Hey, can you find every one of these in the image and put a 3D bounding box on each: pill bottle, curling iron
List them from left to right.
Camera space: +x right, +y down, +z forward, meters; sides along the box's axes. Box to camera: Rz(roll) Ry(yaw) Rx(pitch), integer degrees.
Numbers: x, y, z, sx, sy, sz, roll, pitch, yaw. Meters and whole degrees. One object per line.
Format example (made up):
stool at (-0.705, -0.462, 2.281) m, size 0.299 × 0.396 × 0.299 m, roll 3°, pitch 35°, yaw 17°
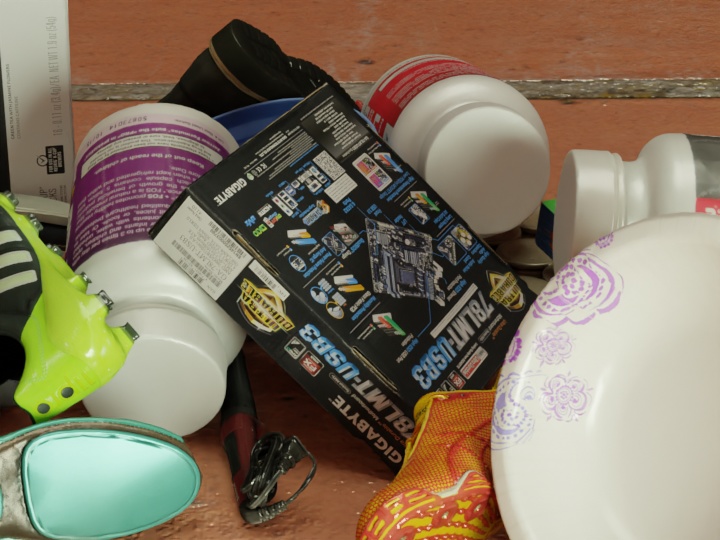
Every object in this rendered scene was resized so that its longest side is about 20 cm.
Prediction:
pill bottle at (-0.121, 0.001, 1.174) m, size 0.112 × 0.113 × 0.201 m, roll -1°, pitch 41°, yaw -3°
curling iron at (-0.059, 0.086, 1.113) m, size 0.050 × 0.026 × 0.200 m, roll -39°, pitch 21°, yaw 4°
pill bottle at (0.067, -0.084, 1.368) m, size 0.112 × 0.113 × 0.200 m, roll -3°, pitch 12°, yaw -8°
pill bottle at (0.218, -0.023, 1.165) m, size 0.199 × 0.111 × 0.111 m, roll 4°, pitch 22°, yaw -3°

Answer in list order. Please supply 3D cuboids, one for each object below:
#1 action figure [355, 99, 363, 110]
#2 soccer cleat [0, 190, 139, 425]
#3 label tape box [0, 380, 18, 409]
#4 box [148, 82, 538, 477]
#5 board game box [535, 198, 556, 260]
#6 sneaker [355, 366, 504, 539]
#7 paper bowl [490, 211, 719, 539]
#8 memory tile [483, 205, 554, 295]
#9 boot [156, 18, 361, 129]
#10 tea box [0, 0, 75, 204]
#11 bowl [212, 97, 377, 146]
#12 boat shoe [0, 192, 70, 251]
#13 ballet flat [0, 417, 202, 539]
action figure at (-0.088, -0.105, 1.556) m, size 0.199 × 0.052 × 0.065 m, roll -22°, pitch 35°, yaw -37°
soccer cleat at (-0.194, 0.015, 1.087) m, size 0.081 × 0.068 × 0.200 m, roll -40°, pitch 38°, yaw -8°
label tape box at (-0.274, 0.041, 1.165) m, size 0.144 × 0.064 × 0.200 m, roll 12°, pitch 12°, yaw 26°
box at (0.000, 0.000, 1.158) m, size 0.199 × 0.050 × 0.200 m, roll 45°, pitch 32°, yaw 0°
board game box at (0.219, 0.006, 1.262) m, size 0.135 × 0.035 × 0.200 m, roll -11°, pitch 34°, yaw -25°
sneaker at (0.043, 0.104, 1.006) m, size 0.077 × 0.073 × 0.200 m, roll 37°, pitch 25°, yaw 17°
paper bowl at (0.167, 0.079, 0.926) m, size 0.200 × 0.202 × 0.104 m, roll 21°, pitch 5°, yaw 40°
memory tile at (0.131, 0.001, 1.338) m, size 0.153 × 0.017 × 0.200 m, roll -15°, pitch 26°, yaw -31°
boot at (-0.083, -0.096, 1.486) m, size 0.200 × 0.138 × 0.078 m, roll 35°, pitch 25°, yaw -43°
tea box at (-0.302, -0.125, 1.399) m, size 0.196 × 0.201 × 0.134 m, roll -5°, pitch 23°, yaw -10°
bowl at (-0.076, -0.044, 1.335) m, size 0.200 × 0.040 × 0.201 m, roll -14°, pitch 35°, yaw 10°
boat shoe at (-0.276, -0.021, 1.326) m, size 0.199 × 0.062 × 0.075 m, roll 2°, pitch 6°, yaw -16°
ballet flat at (-0.183, 0.110, 1.017) m, size 0.199 × 0.068 × 0.070 m, roll -9°, pitch 12°, yaw -24°
